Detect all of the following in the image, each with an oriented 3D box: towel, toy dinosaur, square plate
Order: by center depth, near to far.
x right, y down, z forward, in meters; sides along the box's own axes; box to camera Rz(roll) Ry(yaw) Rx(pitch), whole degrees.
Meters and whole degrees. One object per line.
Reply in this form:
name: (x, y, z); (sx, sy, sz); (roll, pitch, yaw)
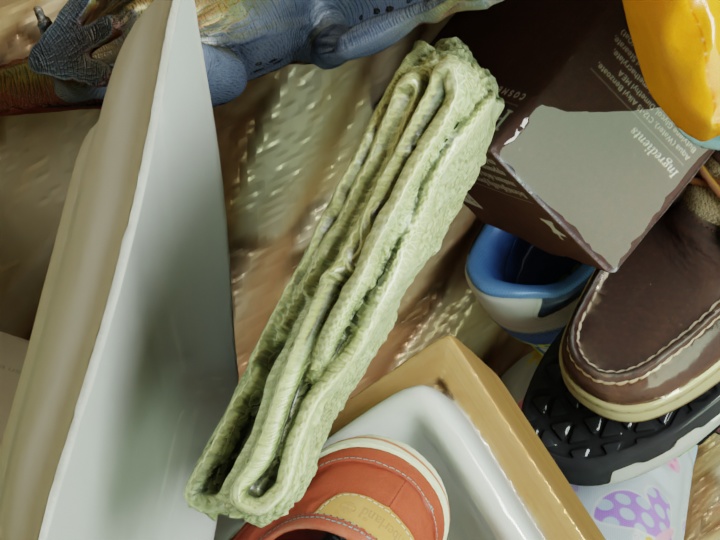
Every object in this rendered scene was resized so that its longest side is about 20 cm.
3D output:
square plate: (-0.067, 0.053, 0.732); (0.200, 0.028, 0.199); (86, 11, -52)
towel: (0.000, 0.000, 0.788); (0.149, 0.036, 0.200); (-62, -179, 7)
toy dinosaur: (-0.044, -0.093, 0.833); (0.200, 0.105, 0.181); (-30, 163, 24)

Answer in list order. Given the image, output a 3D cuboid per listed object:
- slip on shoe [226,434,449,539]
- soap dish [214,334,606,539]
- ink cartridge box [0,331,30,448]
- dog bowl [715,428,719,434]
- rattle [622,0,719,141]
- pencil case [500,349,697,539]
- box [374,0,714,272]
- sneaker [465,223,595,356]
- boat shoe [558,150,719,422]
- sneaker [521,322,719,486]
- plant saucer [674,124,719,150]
slip on shoe: (-0.045, 0.137, 0.843); (0.200, 0.074, 0.061); (-50, -178, 21)
soap dish: (0.032, 0.143, 0.893); (0.157, 0.200, 0.081); (-36, 174, 23)
ink cartridge box: (-0.138, 0.123, 0.767); (0.200, 0.086, 0.147); (-68, 174, -65)
dog bowl: (0.190, -0.013, 1.133); (0.200, 0.074, 0.201); (-29, 137, -31)
rattle: (-0.003, -0.112, 0.705); (0.199, 0.130, 0.143); (10, 78, -19)
pencil case: (0.089, 0.113, 1.017); (0.090, 0.200, 0.083); (-2, 127, 5)
box: (0.107, -0.103, 0.931); (0.075, 0.100, 0.200); (42, 82, -26)
sneaker: (0.109, -0.055, 1.008); (0.082, 0.074, 0.200); (19, 102, -51)
boat shoe: (0.138, -0.036, 0.940); (0.200, 0.072, 0.072); (-46, 145, -9)
sneaker: (0.151, 0.024, 1.008); (0.200, 0.072, 0.083); (-39, 144, -10)
plant saucer: (0.148, -0.131, 0.811); (0.200, 0.036, 0.200); (-37, 150, -25)
